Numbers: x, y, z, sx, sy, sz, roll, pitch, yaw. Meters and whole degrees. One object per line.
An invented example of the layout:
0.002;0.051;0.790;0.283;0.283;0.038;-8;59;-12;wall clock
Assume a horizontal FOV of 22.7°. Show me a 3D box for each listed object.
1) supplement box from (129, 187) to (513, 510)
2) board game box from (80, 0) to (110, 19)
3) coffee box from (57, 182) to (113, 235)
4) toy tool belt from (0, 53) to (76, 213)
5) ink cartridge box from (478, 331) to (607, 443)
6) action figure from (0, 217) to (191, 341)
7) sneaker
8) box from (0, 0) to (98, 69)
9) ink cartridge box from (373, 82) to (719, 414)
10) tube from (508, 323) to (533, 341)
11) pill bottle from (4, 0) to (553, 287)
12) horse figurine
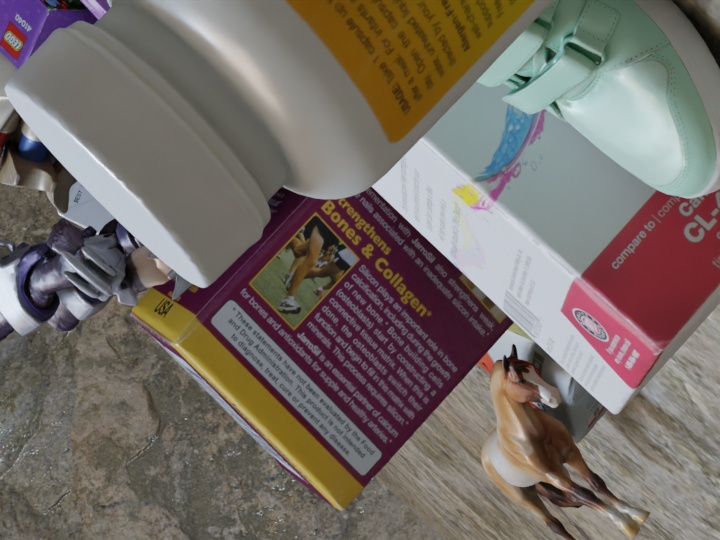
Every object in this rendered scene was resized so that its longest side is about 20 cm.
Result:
0.000;0.000;0.928;0.131;0.200;0.103;47;171;-19;supplement box
-0.087;-0.166;0.830;0.200;0.120;0.032;46;171;-13;board game box
-0.114;-0.079;1.148;0.079;0.114;0.200;27;-171;1;coffee box
-0.173;-0.094;0.969;0.199;0.123;0.125;18;-150;-25;toy tool belt
0.081;0.017;1.134;0.162;0.050;0.200;39;173;26;ink cartridge box
-0.120;-0.016;0.901;0.199;0.130;0.070;-23;99;37;action figure
0.039;-0.076;0.644;0.200;0.118;0.074;44;151;0;sneaker
-0.181;-0.176;0.917;0.200;0.039;0.136;43;-152;21;box
0.073;-0.043;0.784;0.200;0.086;0.148;44;172;10;ink cartridge box
0.066;0.003;1.045;0.199;0.052;0.058;21;139;51;tube
-0.007;-0.094;0.539;0.113;0.200;0.113;43;171;9;pill bottle
0.123;0.128;1.163;0.132;0.050;0.200;41;168;9;horse figurine
